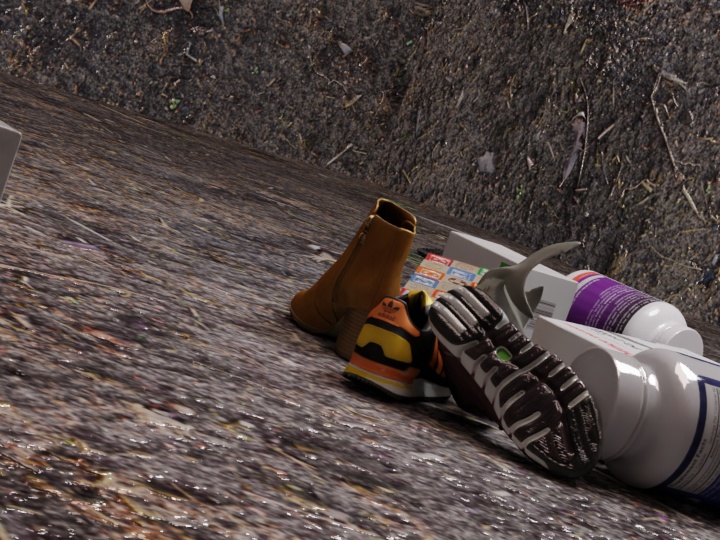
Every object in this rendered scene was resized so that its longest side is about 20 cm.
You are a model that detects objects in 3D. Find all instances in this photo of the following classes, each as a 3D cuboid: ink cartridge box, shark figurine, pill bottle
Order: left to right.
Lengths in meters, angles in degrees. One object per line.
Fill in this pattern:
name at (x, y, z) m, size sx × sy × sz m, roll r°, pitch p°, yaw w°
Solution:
shark figurine at (0.136, 0.032, 1.543) m, size 0.128 × 0.089 × 0.215 m, roll 40°, pitch -28°, yaw 32°
pill bottle at (0.331, 0.078, 2.208) m, size 0.112 × 0.113 × 0.200 m, roll 15°, pitch 8°, yaw -40°
ink cartridge box at (0.266, 0.114, 1.638) m, size 0.200 × 0.084 × 0.145 m, roll 13°, pitch 8°, yaw -33°
pill bottle at (0.269, 0.132, 1.482) m, size 0.200 × 0.120 × 0.120 m, roll 17°, pitch 6°, yaw -25°

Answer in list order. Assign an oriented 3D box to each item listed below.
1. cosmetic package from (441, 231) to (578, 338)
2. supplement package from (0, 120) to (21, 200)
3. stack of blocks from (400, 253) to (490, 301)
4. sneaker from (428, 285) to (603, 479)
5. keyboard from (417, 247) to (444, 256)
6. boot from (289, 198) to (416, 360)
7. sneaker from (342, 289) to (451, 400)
cosmetic package at (0.170, 0.030, 2.146) m, size 0.085 × 0.108 × 0.200 m, roll 16°, pitch 6°, yaw -28°
supplement package at (-0.321, -0.052, 1.046) m, size 0.150 × 0.152 × 0.200 m, roll 16°, pitch 7°, yaw -32°
stack of blocks at (0.097, 0.048, 1.749) m, size 0.115 × 0.059 × 0.200 m, roll 17°, pitch 18°, yaw 7°
sneaker at (0.131, 0.110, 1.469) m, size 0.200 × 0.076 × 0.116 m, roll 53°, pitch -17°, yaw 30°
keyboard at (0.200, 0.001, 2.933) m, size 0.200 × 0.021 × 0.127 m, roll 26°, pitch 8°, yaw 39°
boot at (0.000, 0.000, 1.672) m, size 0.071 × 0.144 × 0.201 m, roll 18°, pitch 6°, yaw -20°
sneaker at (0.050, 0.061, 1.541) m, size 0.070 × 0.090 × 0.200 m, roll 22°, pitch 6°, yaw 18°
